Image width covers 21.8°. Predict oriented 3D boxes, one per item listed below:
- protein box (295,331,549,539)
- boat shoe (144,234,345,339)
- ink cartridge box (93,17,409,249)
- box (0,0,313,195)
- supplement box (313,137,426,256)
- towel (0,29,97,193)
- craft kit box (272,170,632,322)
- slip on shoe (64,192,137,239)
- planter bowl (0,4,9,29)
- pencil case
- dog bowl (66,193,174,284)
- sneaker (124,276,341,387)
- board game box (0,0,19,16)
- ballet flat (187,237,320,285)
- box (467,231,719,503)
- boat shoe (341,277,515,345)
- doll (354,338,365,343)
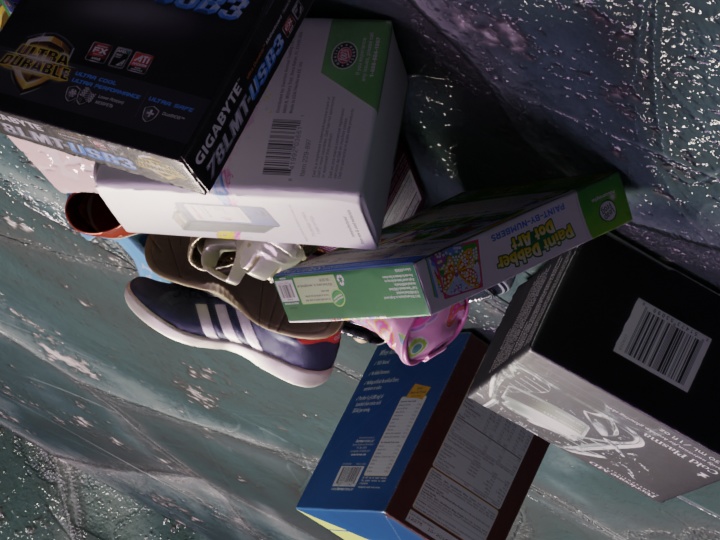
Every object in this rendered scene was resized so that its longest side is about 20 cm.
[{"bbox_3d":[0.070,0.185,1.878,0.135,0.201,0.198,35,160,-20],"label":"protein box"},{"bbox_3d":[-0.089,0.004,1.597,0.200,0.072,0.066,20,-173,25],"label":"boat shoe"},{"bbox_3d":[-0.077,-0.102,1.345,0.199,0.146,0.088,4,155,13],"label":"ink cartridge box"},{"bbox_3d":[-0.143,-0.166,1.268,0.199,0.199,0.050,17,160,30],"label":"box"},{"bbox_3d":[-0.030,-0.086,1.492,0.110,0.086,0.200,20,159,23],"label":"supplement box"},{"bbox_3d":[-0.222,-0.130,1.523,0.199,0.032,0.191,1,143,38],"label":"towel"},{"bbox_3d":[0.066,-0.017,1.395,0.200,0.197,0.049,-4,109,58],"label":"craft kit box"},{"bbox_3d":[-0.183,-0.070,1.629,0.199,0.075,0.061,-17,174,39],"label":"slip on shoe"},{"bbox_3d":[-0.252,-0.145,1.652,0.200,0.084,0.201,25,162,9],"label":"planter bowl"},{"bbox_3d":[0.000,0.000,1.607,0.200,0.088,0.088,35,167,32],"label":"pencil case"},{"bbox_3d":[-0.187,-0.043,1.750,0.200,0.111,0.050,45,150,10],"label":"dog bowl"},{"bbox_3d":[-0.109,0.029,1.664,0.199,0.085,0.075,19,-158,-1],"label":"sneaker"},{"bbox_3d":[-0.217,-0.207,1.477,0.199,0.029,0.135,27,160,24],"label":"board game box"},{"bbox_3d":[-0.082,-0.022,1.477,0.068,0.076,0.200,37,160,-23],"label":"ballet flat"},{"bbox_3d":[0.219,0.081,1.530,0.199,0.124,0.197,29,163,-3],"label":"box"},{"bbox_3d":[0.048,0.024,1.660,0.200,0.091,0.071,5,151,49],"label":"boat shoe"},{"bbox_3d":[-0.049,0.047,1.793,0.136,0.049,0.200,-20,166,11],"label":"doll"}]
